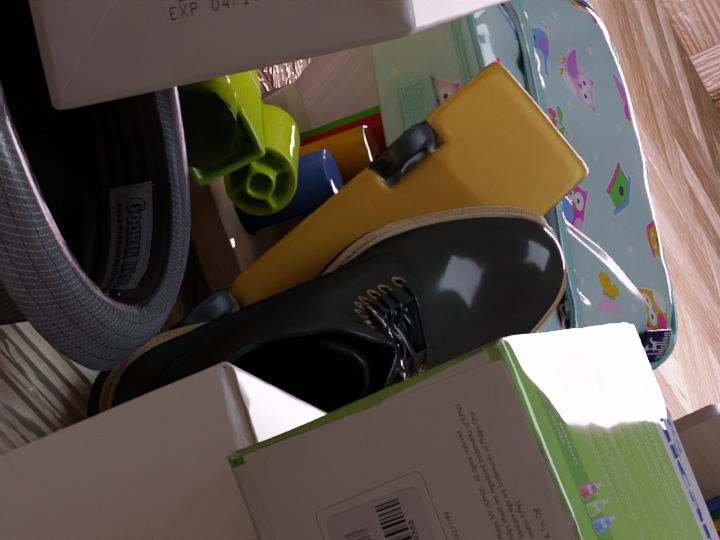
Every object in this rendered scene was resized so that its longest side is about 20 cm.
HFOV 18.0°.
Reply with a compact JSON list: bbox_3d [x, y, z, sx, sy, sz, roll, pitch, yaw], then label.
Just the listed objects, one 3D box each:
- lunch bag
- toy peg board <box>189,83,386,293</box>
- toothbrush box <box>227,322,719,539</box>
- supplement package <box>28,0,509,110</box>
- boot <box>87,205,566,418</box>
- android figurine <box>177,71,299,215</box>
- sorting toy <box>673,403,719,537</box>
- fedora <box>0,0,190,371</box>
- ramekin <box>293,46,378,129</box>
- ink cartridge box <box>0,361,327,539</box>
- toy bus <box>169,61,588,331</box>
[{"bbox_3d":[0.077,-0.033,1.065,0.160,0.077,0.202,2,74,-59],"label":"lunch bag"},{"bbox_3d":[0.009,0.007,1.076,0.199,0.097,0.201,-47,118,-74],"label":"toy peg board"},{"bbox_3d":[0.054,0.099,0.662,0.147,0.086,0.200,68,16,6],"label":"toothbrush box"},{"bbox_3d":[-0.028,-0.132,0.756,0.200,0.120,0.121,-37,115,-73],"label":"supplement package"},{"bbox_3d":[0.012,0.027,0.817,0.078,0.199,0.138,65,-22,-4],"label":"boot"},{"bbox_3d":[-0.077,-0.111,0.928,0.200,0.041,0.183,-94,158,-71],"label":"android figurine"},{"bbox_3d":[0.111,0.194,0.973,0.201,0.198,0.070,63,7,-12],"label":"sorting toy"},{"bbox_3d":[-0.128,-0.062,0.750,0.177,0.090,0.202,-41,118,-71],"label":"fedora"},{"bbox_3d":[0.050,-0.065,1.257,0.200,0.098,0.201,36,27,-22],"label":"ramekin"},{"bbox_3d":[-0.047,0.120,0.694,0.200,0.128,0.126,36,33,-63],"label":"ink cartridge box"},{"bbox_3d":[0.000,0.000,0.934,0.065,0.200,0.078,50,-13,-2],"label":"toy bus"}]
